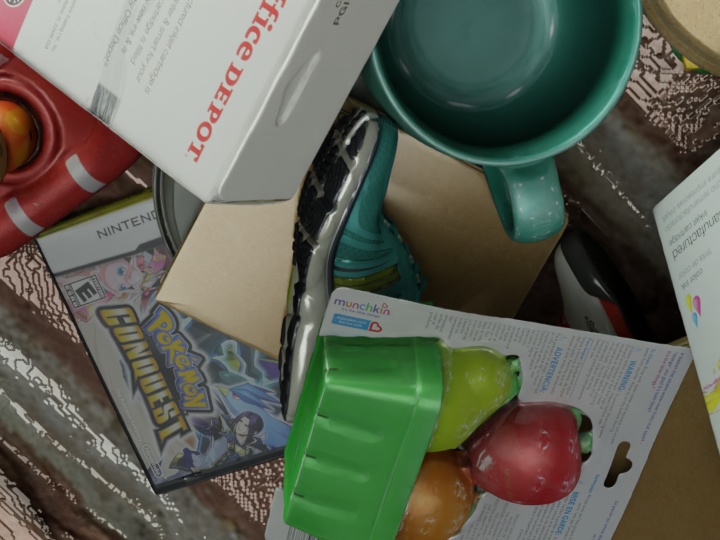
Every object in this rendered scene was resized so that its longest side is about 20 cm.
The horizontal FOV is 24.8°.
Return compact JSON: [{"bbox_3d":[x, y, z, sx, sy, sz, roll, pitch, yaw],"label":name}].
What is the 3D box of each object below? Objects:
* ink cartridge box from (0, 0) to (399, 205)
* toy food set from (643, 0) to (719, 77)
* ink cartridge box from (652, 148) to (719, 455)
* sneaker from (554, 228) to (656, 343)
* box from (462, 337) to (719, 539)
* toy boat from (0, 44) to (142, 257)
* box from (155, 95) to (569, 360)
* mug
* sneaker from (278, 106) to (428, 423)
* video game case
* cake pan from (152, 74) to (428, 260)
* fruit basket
[{"bbox_3d":[-0.094,-0.145,0.863,0.200,0.083,0.147,37,109,23],"label":"ink cartridge box"},{"bbox_3d":[0.238,-0.199,0.914,0.198,0.049,0.200,-9,109,14],"label":"toy food set"},{"bbox_3d":[0.240,0.023,0.818,0.083,0.200,0.146,5,149,-27],"label":"ink cartridge box"},{"bbox_3d":[0.137,0.077,1.014,0.108,0.067,0.201,-25,115,18],"label":"sneaker"},{"bbox_3d":[0.163,0.138,0.956,0.200,0.021,0.164,-28,90,45],"label":"box"},{"bbox_3d":[-0.221,-0.082,0.997,0.200,0.131,0.131,-33,102,20],"label":"toy boat"},{"bbox_3d":[0.000,-0.009,0.982,0.200,0.021,0.164,27,104,-10],"label":"box"},{"bbox_3d":[0.065,-0.124,0.921,0.152,0.114,0.185,20,96,-10],"label":"mug"},{"bbox_3d":[0.000,0.000,0.942,0.080,0.078,0.200,4,117,-10],"label":"sneaker"},{"bbox_3d":[-0.094,0.035,1.074,0.181,0.026,0.200,-18,106,16],"label":"video game case"},{"bbox_3d":[-0.028,-0.047,1.002,0.200,0.037,0.201,-1,106,-2],"label":"cake pan"},{"bbox_3d":[0.061,0.093,0.906,0.200,0.094,0.185,6,126,-14],"label":"fruit basket"}]
